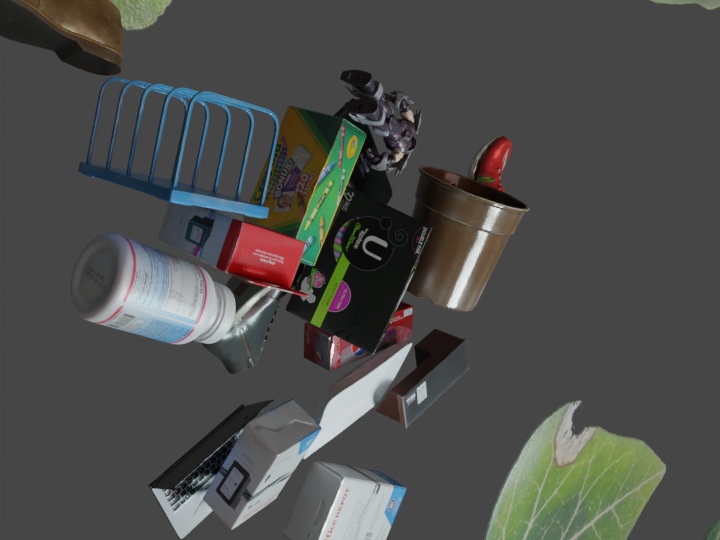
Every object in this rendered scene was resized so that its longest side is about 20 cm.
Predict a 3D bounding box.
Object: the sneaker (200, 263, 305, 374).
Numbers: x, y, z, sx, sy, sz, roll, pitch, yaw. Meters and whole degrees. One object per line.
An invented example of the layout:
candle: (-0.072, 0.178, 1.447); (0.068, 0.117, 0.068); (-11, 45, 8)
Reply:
sneaker: (-0.148, 0.053, 1.236); (0.200, 0.075, 0.107); (-43, 139, -15)

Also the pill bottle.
pill bottle: (-0.257, 0.032, 1.072); (0.199, 0.108, 0.110); (26, 87, -50)

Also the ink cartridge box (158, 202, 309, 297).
ink cartridge box: (-0.155, -0.033, 1.084); (0.116, 0.199, 0.068); (16, 95, -49)

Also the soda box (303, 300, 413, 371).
soda box: (-0.002, 0.101, 1.407); (0.199, 0.070, 0.064); (-17, 118, -43)

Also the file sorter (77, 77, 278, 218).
file sorter: (-0.209, -0.146, 0.983); (0.138, 0.199, 0.124); (8, 97, -48)

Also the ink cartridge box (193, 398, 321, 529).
ink cartridge box: (-0.151, 0.295, 1.228); (0.116, 0.068, 0.201); (-19, 146, -58)

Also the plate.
plate: (-0.014, 0.211, 1.418); (0.199, 0.032, 0.201); (-31, 157, -36)

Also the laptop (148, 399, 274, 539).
laptop: (-0.201, 0.297, 1.241); (0.187, 0.115, 0.202); (-39, 131, -29)

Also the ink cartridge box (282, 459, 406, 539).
ink cartridge box: (-0.025, 0.432, 1.511); (0.199, 0.085, 0.148); (26, 86, -48)

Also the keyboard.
keyboard: (-0.013, -0.155, 1.325); (0.127, 0.020, 0.201); (-50, 135, -28)

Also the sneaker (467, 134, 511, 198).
sneaker: (0.241, -0.150, 1.551); (0.077, 0.084, 0.202); (28, 85, -49)

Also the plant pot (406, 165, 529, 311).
plant pot: (0.159, -0.051, 1.439); (0.199, 0.200, 0.200); (3, 113, -47)

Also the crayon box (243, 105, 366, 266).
crayon box: (-0.084, -0.121, 1.187); (0.058, 0.118, 0.202); (22, 89, -49)

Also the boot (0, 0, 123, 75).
boot: (-0.338, -0.281, 0.896); (0.199, 0.073, 0.077); (19, 74, -53)

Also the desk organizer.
desk organizer: (0.113, 0.194, 1.555); (0.199, 0.076, 0.072); (-36, 130, -37)

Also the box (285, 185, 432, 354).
box: (0.000, 0.000, 1.249); (0.124, 0.147, 0.202); (31, 84, -86)

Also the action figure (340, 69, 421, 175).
action figure: (0.038, -0.230, 1.300); (0.200, 0.069, 0.132); (38, 58, -58)

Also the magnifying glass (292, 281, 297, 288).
magnifying glass: (-0.049, 0.014, 1.359); (0.199, 0.022, 0.080); (29, 85, -47)
